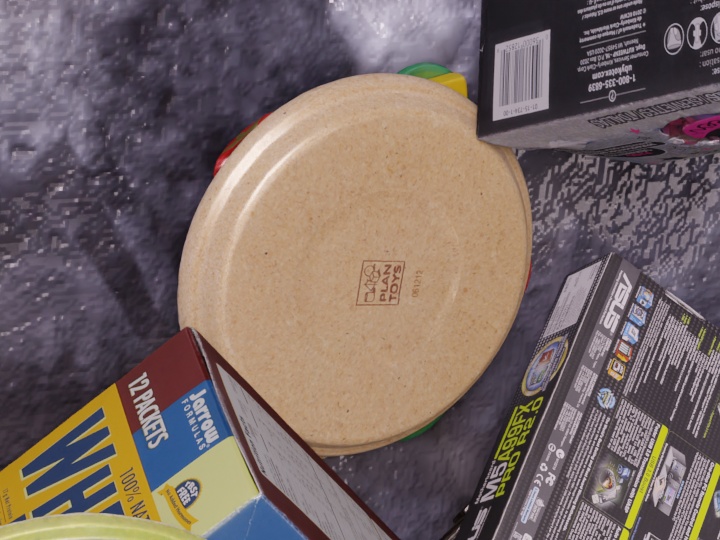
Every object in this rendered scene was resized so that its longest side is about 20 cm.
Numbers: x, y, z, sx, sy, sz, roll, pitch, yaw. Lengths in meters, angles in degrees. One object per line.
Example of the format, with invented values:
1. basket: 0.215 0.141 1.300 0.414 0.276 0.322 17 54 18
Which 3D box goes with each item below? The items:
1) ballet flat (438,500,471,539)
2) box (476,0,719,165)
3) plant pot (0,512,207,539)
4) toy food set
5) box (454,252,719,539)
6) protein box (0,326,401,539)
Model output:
1. ballet flat: 0.033 0.180 1.146 0.046 0.067 0.200 43 79 4
2. box: 0.154 -0.124 0.997 0.114 0.200 0.133 6 83 -30
3. plant pot: -0.101 0.227 0.843 0.200 0.184 0.201 -8 122 -13
4. toy food set: 0.000 0.000 1.069 0.197 0.049 0.201 -16 116 -24
5. box: 0.143 0.116 1.118 0.160 0.044 0.200 35 60 -17
6. protein box: -0.081 0.177 1.013 0.198 0.135 0.200 -37 124 6
